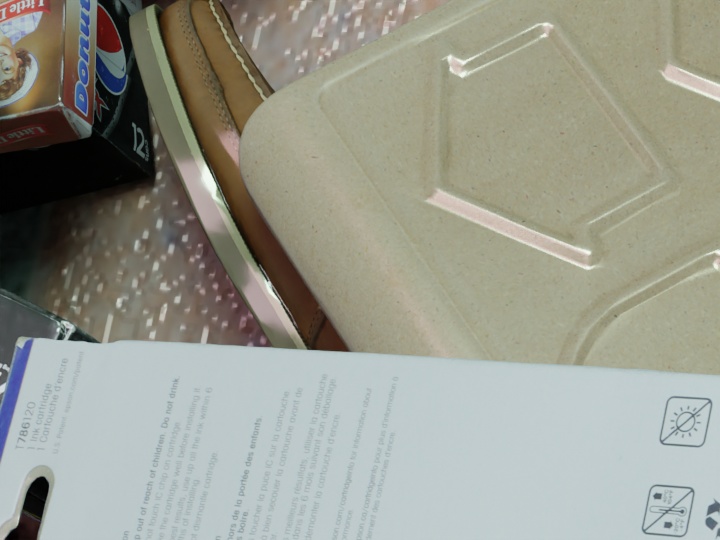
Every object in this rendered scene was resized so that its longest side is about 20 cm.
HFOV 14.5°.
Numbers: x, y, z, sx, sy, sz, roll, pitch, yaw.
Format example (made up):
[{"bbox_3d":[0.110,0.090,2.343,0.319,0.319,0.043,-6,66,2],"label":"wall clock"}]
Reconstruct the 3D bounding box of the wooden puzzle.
[{"bbox_3d":[0.094,-0.010,0.739,0.199,0.046,0.186,-30,62,-8],"label":"wooden puzzle"}]

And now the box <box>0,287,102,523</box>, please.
[{"bbox_3d":[-0.119,0.026,0.767,0.199,0.193,0.048,23,78,27],"label":"box"}]

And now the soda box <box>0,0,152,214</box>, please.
[{"bbox_3d":[-0.168,-0.046,0.883,0.199,0.071,0.064,-12,67,18],"label":"soda box"}]

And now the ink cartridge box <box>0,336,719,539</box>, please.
[{"bbox_3d":[0.003,0.068,0.586,0.199,0.039,0.100,4,73,33],"label":"ink cartridge box"}]

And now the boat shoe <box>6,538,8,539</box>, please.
[{"bbox_3d":[-0.100,0.114,0.787,0.200,0.067,0.072,25,105,30],"label":"boat shoe"}]

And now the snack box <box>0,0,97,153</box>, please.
[{"bbox_3d":[-0.170,-0.059,0.833,0.199,0.024,0.072,-9,66,19],"label":"snack box"}]

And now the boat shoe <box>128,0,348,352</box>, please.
[{"bbox_3d":[0.000,0.000,0.803,0.068,0.072,0.201,-29,71,5],"label":"boat shoe"}]
